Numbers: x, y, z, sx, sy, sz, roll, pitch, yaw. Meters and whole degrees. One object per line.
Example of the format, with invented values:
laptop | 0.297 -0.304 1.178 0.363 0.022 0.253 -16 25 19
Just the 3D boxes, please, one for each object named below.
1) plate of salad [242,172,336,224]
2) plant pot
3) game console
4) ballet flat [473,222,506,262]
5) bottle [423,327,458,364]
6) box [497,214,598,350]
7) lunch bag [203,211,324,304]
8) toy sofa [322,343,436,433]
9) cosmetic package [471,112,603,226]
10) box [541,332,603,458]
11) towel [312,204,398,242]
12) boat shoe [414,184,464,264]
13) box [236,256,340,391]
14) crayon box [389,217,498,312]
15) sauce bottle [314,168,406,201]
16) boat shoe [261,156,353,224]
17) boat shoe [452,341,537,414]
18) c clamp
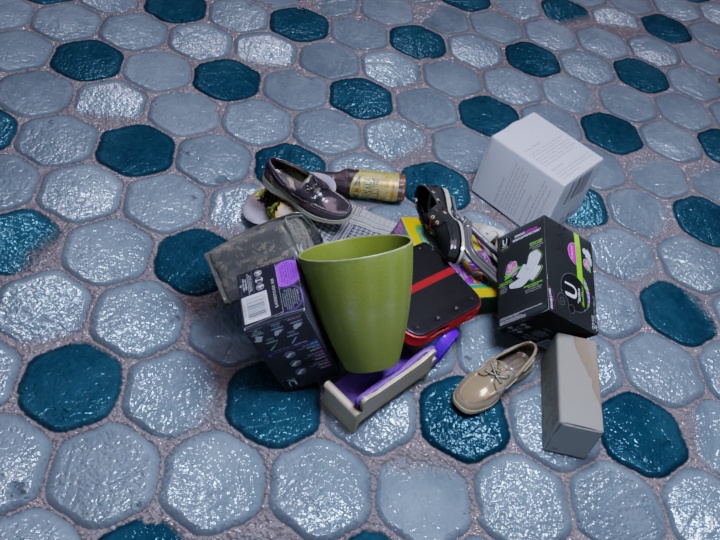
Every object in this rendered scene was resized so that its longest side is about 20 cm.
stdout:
plate of salad | -0.149 -0.157 1.662 0.200 0.048 0.200 -12 35 8
plant pot | 0.006 0.058 1.330 0.187 0.200 0.187 -8 12 2
game console | 0.106 0.040 1.464 0.200 0.031 0.177 -23 60 -38
ballet flat | 0.298 -0.049 1.698 0.067 0.062 0.200 -14 52 -36
bottle | 0.083 0.083 1.489 0.200 0.084 0.065 40 39 10
box | 0.350 0.026 1.533 0.148 0.124 0.200 24 56 -32
lunch bag | -0.162 -0.028 1.461 0.164 0.118 0.200 -21 3 11
toy sofa | 0.034 0.179 1.395 0.200 0.098 0.083 -31 61 -34
cosmetic package | 0.389 -0.212 1.804 0.200 0.165 0.165 41 51 23
box | 0.372 0.220 1.442 0.078 0.095 0.200 13 47 -2
towel | -0.025 -0.071 1.613 0.200 0.035 0.193 23 46 10
boat shoe | 0.149 -0.089 1.561 0.063 0.074 0.202 9 43 -23
box | -0.118 0.092 1.355 0.106 0.200 0.122 -19 49 5
crayon box | 0.173 -0.011 1.599 0.172 0.058 0.200 -1 53 -31
sauce bottle | -0.002 -0.187 1.758 0.200 0.066 0.066 3 46 -4
boat shoe | -0.104 -0.157 1.580 0.200 0.065 0.072 30 57 14
boat shoe | 0.244 0.187 1.460 0.200 0.065 0.072 -26 58 -32
c clamp | 0.247 -0.044 1.596 0.200 0.027 0.171 43 28 -19
